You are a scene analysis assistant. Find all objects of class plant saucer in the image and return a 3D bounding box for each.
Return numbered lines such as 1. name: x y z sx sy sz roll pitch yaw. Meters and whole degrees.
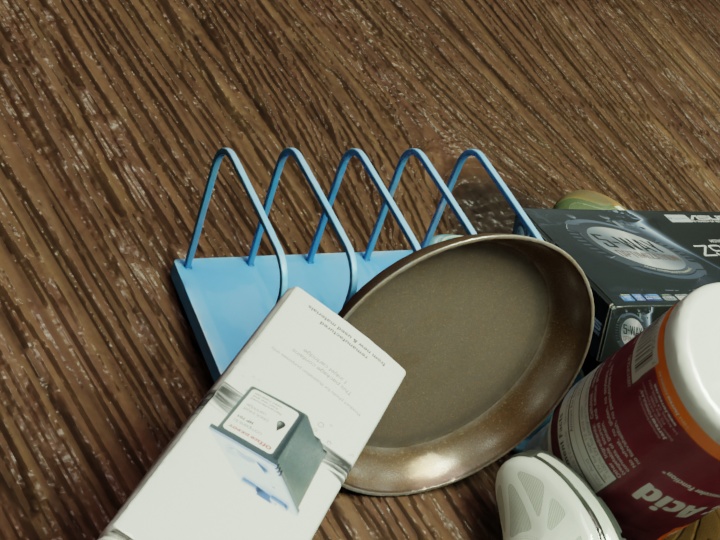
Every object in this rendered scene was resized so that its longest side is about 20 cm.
1. plant saucer: 0.050 0.054 0.801 0.198 0.202 0.032 3 34 -33

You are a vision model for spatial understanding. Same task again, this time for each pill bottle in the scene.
1. pill bottle: 0.189 0.103 0.831 0.113 0.200 0.115 13 55 -20

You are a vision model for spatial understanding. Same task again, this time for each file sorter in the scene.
1. file sorter: 0.000 0.000 0.848 0.198 0.124 0.139 -3 43 -28

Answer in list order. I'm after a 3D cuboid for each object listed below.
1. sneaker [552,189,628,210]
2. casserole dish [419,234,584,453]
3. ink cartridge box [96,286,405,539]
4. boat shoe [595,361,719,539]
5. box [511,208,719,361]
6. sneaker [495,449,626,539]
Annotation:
1. sneaker: 0.214 0.019 1.053 0.201 0.067 0.089 51 36 14
2. casserole dish: 0.103 0.043 0.975 0.120 0.039 0.202 6 48 -31
3. ink cartridge box: -0.073 0.126 0.673 0.085 0.147 0.201 35 39 -2
4. boat shoe: 0.230 0.138 0.953 0.072 0.072 0.201 28 29 -41
5. box: 0.228 0.007 0.962 0.197 0.044 0.161 0 26 -19
6. sneaker: 0.104 0.201 0.772 0.114 0.076 0.202 0 57 -37
